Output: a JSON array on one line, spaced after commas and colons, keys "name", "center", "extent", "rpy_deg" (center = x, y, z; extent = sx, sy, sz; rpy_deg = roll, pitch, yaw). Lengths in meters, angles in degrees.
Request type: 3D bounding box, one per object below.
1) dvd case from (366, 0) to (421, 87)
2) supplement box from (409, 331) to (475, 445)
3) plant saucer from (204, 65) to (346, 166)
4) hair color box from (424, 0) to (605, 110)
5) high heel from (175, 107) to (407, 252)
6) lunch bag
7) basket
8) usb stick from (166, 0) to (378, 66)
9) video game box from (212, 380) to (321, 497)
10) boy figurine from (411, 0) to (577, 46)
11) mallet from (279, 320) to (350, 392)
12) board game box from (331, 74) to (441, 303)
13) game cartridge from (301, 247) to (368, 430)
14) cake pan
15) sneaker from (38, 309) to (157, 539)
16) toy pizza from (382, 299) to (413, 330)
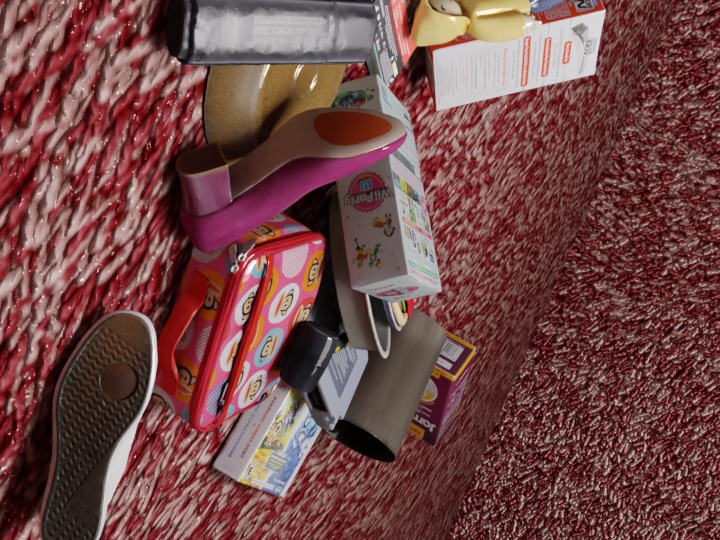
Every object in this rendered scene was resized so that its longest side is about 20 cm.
[{"name": "dvd case", "center": [0.060, -0.304, 0.980], "extent": [0.201, 0.022, 0.146], "rpy_deg": [-58, 161, -12]}, {"name": "supplement box", "center": [0.124, 0.203, 1.681], "extent": [0.086, 0.109, 0.202], "rpy_deg": [-45, 154, -41]}, {"name": "plant saucer", "center": [-0.060, -0.173, 0.812], "extent": [0.201, 0.035, 0.201], "rpy_deg": [-52, 159, -30]}, {"name": "hair color box", "center": [0.175, -0.263, 1.089], "extent": [0.111, 0.197, 0.065], "rpy_deg": [77, 2, -62]}, {"name": "high heel", "center": [-0.056, -0.076, 0.791], "extent": [0.197, 0.068, 0.097], "rpy_deg": [-11, 139, -8]}, {"name": "lunch bag", "center": [-0.122, 0.046, 0.885], "extent": [0.176, 0.081, 0.202], "rpy_deg": [-19, 133, -59]}, {"name": "basket", "center": [0.036, 0.159, 1.382], "extent": [0.201, 0.135, 0.181], "rpy_deg": [-61, 178, -20]}, {"name": "usb stick", "center": [-0.061, -0.185, 0.716], "extent": [0.199, 0.032, 0.056], "rpy_deg": [-14, 123, -45]}, {"name": "video game box", "center": [-0.096, 0.191, 1.199], "extent": [0.184, 0.046, 0.200], "rpy_deg": [-63, 162, -11]}, {"name": "boy figurine", "center": [0.137, -0.297, 1.001], "extent": [0.198, 0.125, 0.065], "rpy_deg": [-22, 156, -15]}, {"name": "mallet", "center": [-0.041, 0.092, 0.998], "extent": [0.066, 0.041, 0.200], "rpy_deg": [-61, 171, -1]}, {"name": "board game box", "center": [0.024, -0.077, 0.962], "extent": [0.147, 0.063, 0.203], "rpy_deg": [24, 55, -71]}, {"name": "game cartridge", "center": [-0.040, 0.076, 1.106], "extent": [0.201, 0.041, 0.134], "rpy_deg": [74, 27, -42]}, {"name": "cake pan", "center": [0.000, 0.000, 1.057], "extent": [0.200, 0.036, 0.203], "rpy_deg": [-9, 90, -83]}, {"name": "sneaker", "center": [-0.219, 0.123, 0.772], "extent": [0.085, 0.072, 0.202], "rpy_deg": [-140, -111, -78]}, {"name": "toy pizza", "center": [0.044, -0.029, 1.134], "extent": [0.200, 0.031, 0.203], "rpy_deg": [-7, 90, -81]}]
